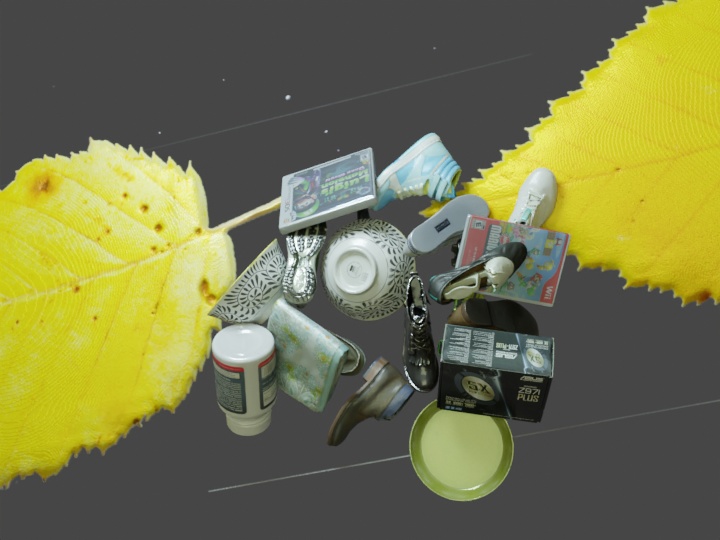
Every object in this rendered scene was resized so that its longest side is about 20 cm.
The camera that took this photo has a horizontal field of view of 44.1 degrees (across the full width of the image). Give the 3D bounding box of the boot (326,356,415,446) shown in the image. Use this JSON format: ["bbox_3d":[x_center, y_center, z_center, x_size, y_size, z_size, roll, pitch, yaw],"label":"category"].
[{"bbox_3d":[0.020,0.275,1.723,0.097,0.075,0.201,33,89,16],"label":"boot"}]

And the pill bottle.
[{"bbox_3d":[-0.221,0.215,1.715,0.119,0.120,0.201,10,124,12],"label":"pill bottle"}]

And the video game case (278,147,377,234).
[{"bbox_3d":[-0.064,-0.159,1.754,0.198,0.023,0.183,-17,38,11],"label":"video game case"}]

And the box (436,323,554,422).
[{"bbox_3d":[0.244,0.190,1.628,0.198,0.164,0.087,7,51,7],"label":"box"}]

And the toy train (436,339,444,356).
[{"bbox_3d":[0.243,0.160,1.701,0.198,0.056,0.042,7,85,12],"label":"toy train"}]

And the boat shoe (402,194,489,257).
[{"bbox_3d":[0.162,-0.086,1.725,0.199,0.065,0.074,-25,84,-27],"label":"boat shoe"}]

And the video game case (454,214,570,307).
[{"bbox_3d":[0.281,-0.017,1.664,0.198,0.017,0.144,10,103,-6],"label":"video game case"}]

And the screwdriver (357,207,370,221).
[{"bbox_3d":[0.016,-0.027,1.791,0.028,0.029,0.202,-7,91,9],"label":"screwdriver"}]

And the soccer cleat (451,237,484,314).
[{"bbox_3d":[0.222,0.034,1.719,0.083,0.065,0.202,-1,90,-16],"label":"soccer cleat"}]

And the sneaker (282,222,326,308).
[{"bbox_3d":[-0.112,-0.015,1.734,0.076,0.089,0.201,11,66,2],"label":"sneaker"}]

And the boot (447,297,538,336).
[{"bbox_3d":[0.250,0.099,1.673,0.075,0.199,0.074,-37,48,46],"label":"boot"}]

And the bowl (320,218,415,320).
[{"bbox_3d":[0.000,0.000,1.728,0.199,0.094,0.203,1,92,18],"label":"bowl"}]

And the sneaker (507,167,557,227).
[{"bbox_3d":[0.321,-0.106,1.701,0.075,0.088,0.201,24,89,13],"label":"sneaker"}]

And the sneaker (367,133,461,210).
[{"bbox_3d":[0.113,-0.162,1.754,0.200,0.080,0.131,-43,76,4],"label":"sneaker"}]

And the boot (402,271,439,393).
[{"bbox_3d":[0.106,0.119,1.661,0.069,0.174,0.202,-8,73,2],"label":"boot"}]

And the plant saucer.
[{"bbox_3d":[0.194,0.337,1.703,0.198,0.031,0.202,-1,84,10],"label":"plant saucer"}]

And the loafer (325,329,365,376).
[{"bbox_3d":[-0.084,0.150,1.759,0.199,0.070,0.076,23,88,13],"label":"loafer"}]

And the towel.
[{"bbox_3d":[-0.116,0.170,1.719,0.171,0.048,0.201,33,133,13],"label":"towel"}]

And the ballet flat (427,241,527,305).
[{"bbox_3d":[0.221,0.014,1.623,0.199,0.069,0.068,-26,120,4],"label":"ballet flat"}]

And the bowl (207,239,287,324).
[{"bbox_3d":[-0.200,0.042,1.746,0.094,0.201,0.201,42,93,-5],"label":"bowl"}]
